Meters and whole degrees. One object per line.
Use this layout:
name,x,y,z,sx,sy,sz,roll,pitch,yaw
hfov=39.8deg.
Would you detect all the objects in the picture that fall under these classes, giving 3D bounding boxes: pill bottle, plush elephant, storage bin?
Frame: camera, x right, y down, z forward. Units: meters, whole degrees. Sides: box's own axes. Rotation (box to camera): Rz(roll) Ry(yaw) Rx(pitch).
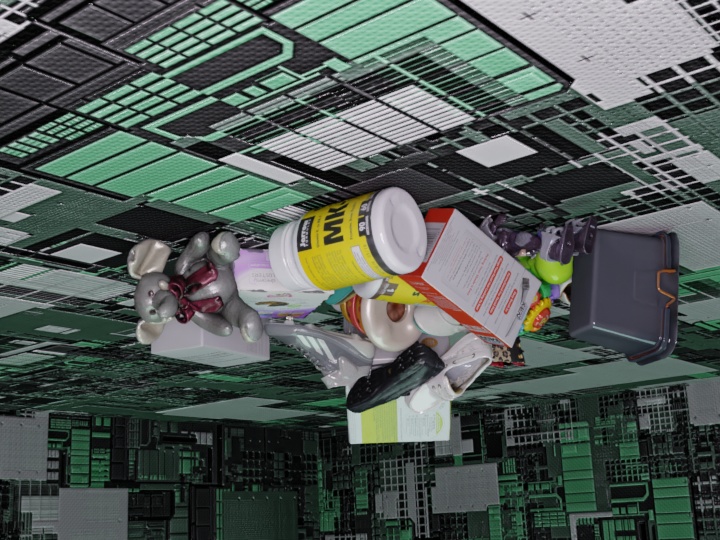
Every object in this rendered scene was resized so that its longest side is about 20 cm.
pill bottle,-0.020,-0.035,1.336,0.198,0.116,0.114,-14,162,35
plush elephant,-0.262,0.032,1.456,0.154,0.167,0.199,-23,-158,-28
storage bin,0.405,0.031,1.534,0.133,0.203,0.146,11,163,-13
pill bottle,0.091,-0.002,1.471,0.198,0.111,0.109,8,162,-24

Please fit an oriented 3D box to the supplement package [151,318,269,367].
supplement package,-0.267,0.097,1.781,0.119,0.123,0.199,-10,163,28

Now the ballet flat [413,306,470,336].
ballet flat,0.167,0.074,1.698,0.069,0.070,0.199,-14,166,38

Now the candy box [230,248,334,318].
candy box,-0.148,0.024,1.627,0.166,0.072,0.200,3,165,-18

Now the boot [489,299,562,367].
boot,0.286,0.098,1.826,0.197,0.153,0.073,2,165,-17

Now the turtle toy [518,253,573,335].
turtle toy,0.269,0.031,1.599,0.145,0.101,0.201,-12,135,-49

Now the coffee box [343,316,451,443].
coffee box,0.070,0.184,1.871,0.195,0.200,0.202,-3,122,1

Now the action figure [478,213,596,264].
action figure,0.243,-0.045,1.444,0.129,0.070,0.199,1,-179,-39

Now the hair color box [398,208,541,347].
hair color box,0.156,0.012,1.403,0.199,0.112,0.064,37,163,-29

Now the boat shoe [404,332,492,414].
boat shoe,0.151,0.190,1.717,0.070,0.070,0.200,31,117,-25

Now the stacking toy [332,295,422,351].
stacking toy,0.011,0.060,1.733,0.145,0.148,0.199,9,177,-37

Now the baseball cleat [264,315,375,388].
baseball cleat,-0.072,0.143,1.691,0.197,0.108,0.070,11,173,-9

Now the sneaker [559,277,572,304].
sneaker,0.333,0.024,1.690,0.072,0.086,0.200,2,166,-22

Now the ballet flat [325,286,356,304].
ballet flat,0.000,0.000,1.601,0.063,0.069,0.199,-41,-171,-36

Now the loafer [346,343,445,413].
loafer,0.058,0.197,1.715,0.200,0.069,0.070,-35,125,29
